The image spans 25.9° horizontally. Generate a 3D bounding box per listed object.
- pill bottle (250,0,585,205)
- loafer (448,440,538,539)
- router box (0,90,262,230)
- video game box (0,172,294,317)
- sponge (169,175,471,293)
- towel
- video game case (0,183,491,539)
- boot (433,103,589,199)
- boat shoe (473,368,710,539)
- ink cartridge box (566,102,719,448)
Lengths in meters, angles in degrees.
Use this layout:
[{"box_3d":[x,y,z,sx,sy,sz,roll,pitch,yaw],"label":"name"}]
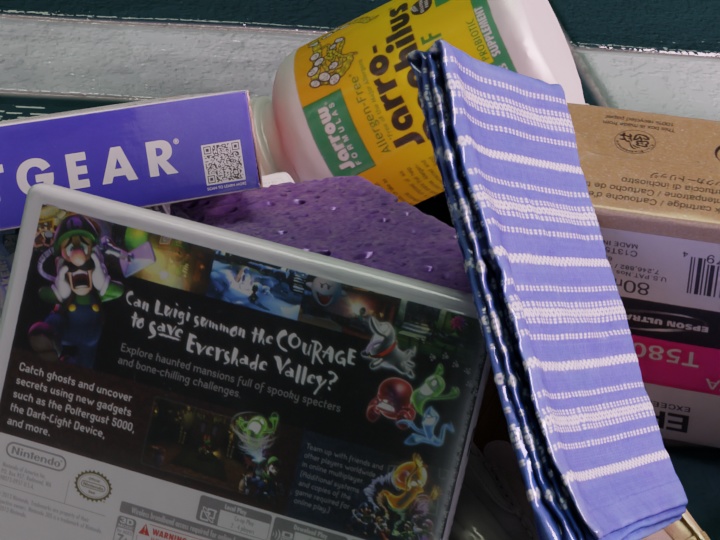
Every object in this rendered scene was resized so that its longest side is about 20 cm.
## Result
[{"box_3d":[0.020,-0.094,0.909,0.199,0.113,0.113,-24,26,19],"label":"pill bottle"},{"box_3d":[0.047,0.101,0.675,0.070,0.070,0.200,-31,69,-29],"label":"loafer"},{"box_3d":[-0.165,-0.054,0.803,0.198,0.049,0.179,-10,8,-13],"label":"router box"},{"box_3d":[-0.089,0.034,0.788,0.181,0.047,0.200,-8,40,-21],"label":"video game box"},{"box_3d":[0.000,0.000,0.736,0.111,0.030,0.200,-8,23,-29],"label":"sponge"},{"box_3d":[0.082,0.010,0.628,0.024,0.202,0.144,-19,-10,26],"label":"towel"},{"box_3d":[-0.059,0.077,0.631,0.198,0.183,0.023,15,6,11],"label":"video game case"},{"box_3d":[0.067,-0.046,0.962,0.143,0.073,0.200,3,31,6],"label":"boot"},{"box_3d":[0.106,0.105,0.724,0.069,0.074,0.201,-6,44,-28],"label":"boat shoe"},{"box_3d":[0.172,0.010,0.769,0.198,0.166,0.075,8,48,14],"label":"ink cartridge box"}]
